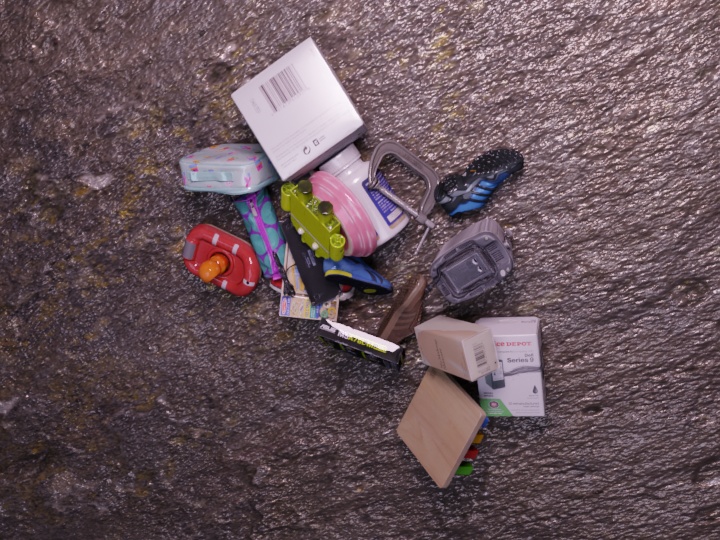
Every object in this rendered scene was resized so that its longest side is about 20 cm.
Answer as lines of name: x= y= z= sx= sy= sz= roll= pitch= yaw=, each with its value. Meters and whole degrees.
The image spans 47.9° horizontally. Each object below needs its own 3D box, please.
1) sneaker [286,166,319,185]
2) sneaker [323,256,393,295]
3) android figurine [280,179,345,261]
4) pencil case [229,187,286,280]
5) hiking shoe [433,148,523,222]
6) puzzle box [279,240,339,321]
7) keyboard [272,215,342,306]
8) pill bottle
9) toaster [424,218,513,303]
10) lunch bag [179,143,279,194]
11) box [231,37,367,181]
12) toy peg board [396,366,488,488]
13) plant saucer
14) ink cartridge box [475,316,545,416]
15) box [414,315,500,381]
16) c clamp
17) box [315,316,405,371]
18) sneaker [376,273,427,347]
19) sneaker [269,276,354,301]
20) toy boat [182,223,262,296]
sneaker: x=-0.134 y=-0.207 z=1.740 sx=0.089 sy=0.067 sz=0.201 roll=-33 pitch=104 yaw=20
sneaker: x=0.000 y=0.000 z=1.762 sx=0.198 sy=0.080 sz=0.065 roll=21 pitch=151 yaw=-40
android figurine: x=-0.095 y=-0.096 z=1.635 sx=0.182 sy=0.041 sz=0.201 roll=46 pitch=158 yaw=15
pencil case: x=-0.214 y=-0.087 z=1.803 sx=0.084 sy=0.093 sz=0.203 roll=-19 pitch=109 yaw=5
hiking shoe: x=0.248 y=-0.178 z=1.651 sx=0.197 sy=0.075 sz=0.087 roll=-25 pitch=129 yaw=23
puzzle box: x=-0.106 y=0.005 z=1.783 sx=0.130 sy=0.025 sz=0.205 roll=5 pitch=93 yaw=-2
keyboard: x=-0.128 y=-0.019 z=1.757 sx=0.125 sy=0.021 sz=0.204 roll=-21 pitch=95 yaw=-2
pill bottle: x=0.004 y=-0.157 z=1.693 sx=0.119 sy=0.120 sz=0.202 roll=-29 pitch=102 yaw=25
toaster: x=0.229 y=-0.020 z=1.680 sx=0.199 sy=0.129 sz=0.114 roll=-34 pitch=100 yaw=25
lunch bag: x=-0.280 y=-0.213 z=1.721 sx=0.196 sy=0.160 sz=0.079 roll=4 pitch=116 yaw=24
box: x=-0.117 y=-0.314 z=1.612 sx=0.197 sy=0.131 sz=0.202 roll=-33 pitch=92 yaw=8
toy peg board: x=0.205 y=0.349 z=1.835 sx=0.097 sy=0.200 sz=0.202 roll=12 pitch=112 yaw=-37
plant saucer: x=-0.049 y=-0.105 z=1.648 sx=0.200 sy=0.051 sz=0.202 roll=44 pitch=159 yaw=21
ink cartridge box: x=0.327 y=0.212 z=1.777 sx=0.143 sy=0.084 sz=0.204 roll=-4 pitch=111 yaw=18
box: x=0.203 y=0.162 z=1.727 sx=0.077 sy=0.199 sz=0.097 roll=-21 pitch=102 yaw=-23
c clamp: x=0.088 y=-0.161 z=1.650 sx=0.199 sy=0.172 sz=0.027 roll=39 pitch=162 yaw=-17
box: x=0.005 y=0.167 z=1.799 sx=0.190 sy=0.200 sz=0.048 roll=21 pitch=80 yaw=9
sneaker: x=0.109 y=0.093 z=1.811 sx=0.074 sy=0.071 sz=0.201 roll=24 pitch=124 yaw=-14
sneaker: x=-0.108 y=0.017 z=1.837 sx=0.195 sy=0.077 sz=0.087 roll=2 pitch=103 yaw=4
toy boat: x=-0.325 y=-0.011 z=1.847 sx=0.197 sy=0.131 sz=0.132 roll=24 pitch=118 yaw=5
